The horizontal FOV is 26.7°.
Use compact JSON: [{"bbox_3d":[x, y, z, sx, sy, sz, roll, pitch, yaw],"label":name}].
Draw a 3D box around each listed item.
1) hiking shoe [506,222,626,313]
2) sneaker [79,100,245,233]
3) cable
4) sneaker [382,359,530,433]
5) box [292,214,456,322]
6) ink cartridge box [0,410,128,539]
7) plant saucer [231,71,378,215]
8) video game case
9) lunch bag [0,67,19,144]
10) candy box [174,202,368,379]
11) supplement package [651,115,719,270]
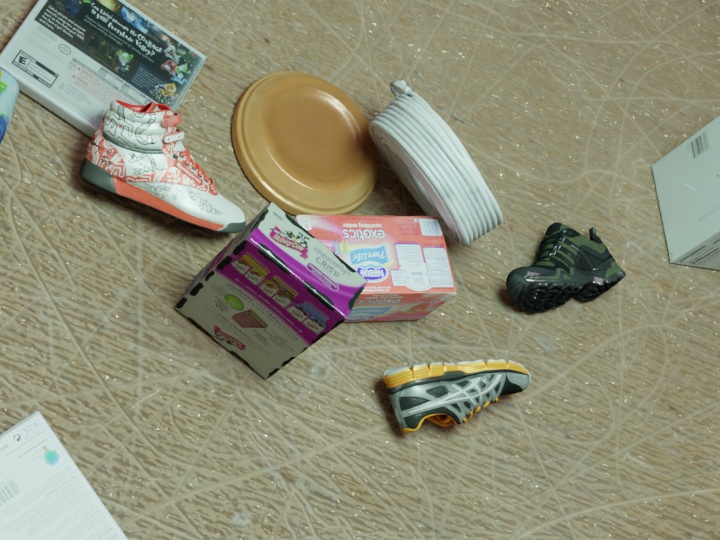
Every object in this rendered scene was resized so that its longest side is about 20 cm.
[{"bbox_3d":[0.249,-0.008,1.956,0.199,0.076,0.101,-5,61,-43],"label":"hiking shoe"},{"bbox_3d":[-0.204,-0.120,1.700,0.200,0.067,0.109,20,99,-19],"label":"sneaker"},{"bbox_3d":[0.091,-0.121,1.833,0.069,0.200,0.200,-36,119,-4],"label":"cable"},{"bbox_3d":[0.115,0.146,1.795,0.199,0.078,0.078,-3,82,-29],"label":"sneaker"},{"bbox_3d":[0.000,0.000,1.776,0.199,0.095,0.103,-1,67,-31],"label":"box"},{"bbox_3d":[-0.312,0.253,1.497,0.119,0.042,0.200,-33,84,-38],"label":"ink cartridge box"},{"bbox_3d":[-0.061,-0.159,1.855,0.199,0.037,0.202,13,60,-25],"label":"plant saucer"},{"bbox_3d":[-0.299,-0.240,1.760,0.199,0.023,0.183,34,54,-12],"label":"video game case"},{"bbox_3d":[-0.444,-0.144,1.512,0.160,0.200,0.083,25,49,-20],"label":"lunch bag"},{"bbox_3d":[-0.099,0.026,1.637,0.136,0.200,0.061,39,53,-10],"label":"candy box"},{"bbox_3d":[0.513,-0.114,2.077,0.110,0.200,0.157,8,63,-28],"label":"supplement package"}]
